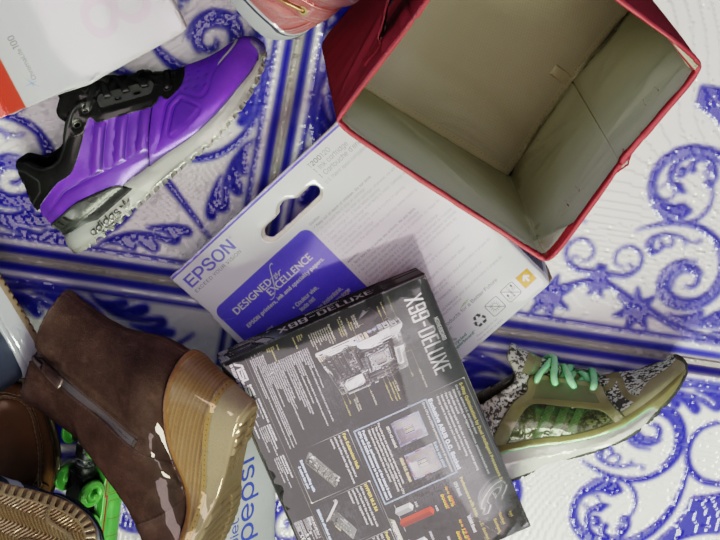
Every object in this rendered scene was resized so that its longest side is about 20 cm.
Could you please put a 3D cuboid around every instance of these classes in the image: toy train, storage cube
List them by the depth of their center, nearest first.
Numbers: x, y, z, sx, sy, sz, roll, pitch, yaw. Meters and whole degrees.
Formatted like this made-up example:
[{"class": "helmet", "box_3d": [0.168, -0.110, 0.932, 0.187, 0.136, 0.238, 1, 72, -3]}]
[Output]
[{"class": "storage cube", "box_3d": [0.093, -0.146, 1.501, 0.200, 0.180, 0.171, 33, 105, -15]}, {"class": "toy train", "box_3d": [-0.197, 0.163, 1.667, 0.056, 0.042, 0.200, -17, 126, -45]}]

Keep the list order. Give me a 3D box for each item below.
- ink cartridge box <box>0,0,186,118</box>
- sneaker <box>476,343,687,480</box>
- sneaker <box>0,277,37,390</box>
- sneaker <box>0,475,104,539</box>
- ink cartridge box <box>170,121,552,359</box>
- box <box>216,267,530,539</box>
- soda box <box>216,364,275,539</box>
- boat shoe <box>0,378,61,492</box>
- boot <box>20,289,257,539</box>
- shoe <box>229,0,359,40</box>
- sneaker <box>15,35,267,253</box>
[{"class": "ink cartridge box", "box_3d": [-0.241, -0.187, 1.503, 0.200, 0.057, 0.163, -31, 104, -12]}, {"class": "sneaker", "box_3d": [0.141, 0.092, 1.652, 0.200, 0.077, 0.089, -22, 98, 2]}, {"class": "sneaker", "box_3d": [-0.312, 0.015, 1.572, 0.108, 0.070, 0.200, -36, 114, -16]}, {"class": "sneaker", "box_3d": [-0.270, 0.165, 1.591, 0.200, 0.109, 0.070, 25, 82, 8]}, {"class": "ink cartridge box", "box_3d": [0.000, 0.000, 1.624, 0.198, 0.043, 0.200, -41, 110, 11]}, {"class": "box", "box_3d": [0.009, 0.119, 1.587, 0.158, 0.050, 0.200, -24, 97, -4]}, {"class": "soda box", "box_3d": [-0.107, 0.176, 1.660, 0.063, 0.068, 0.200, 16, 116, 34]}, {"class": "boat shoe", "box_3d": [-0.260, 0.177, 1.661, 0.072, 0.068, 0.200, 2, 110, -3]}, {"class": "boot", "box_3d": [-0.165, 0.126, 1.585, 0.166, 0.072, 0.200, 27, 119, 16]}, {"class": "shoe", "box_3d": [-0.082, -0.239, 1.494, 0.200, 0.072, 0.091, 44, 146, -21]}, {"class": "sneaker", "box_3d": [-0.158, -0.108, 1.560, 0.200, 0.070, 0.100, -41, 102, 9]}]
